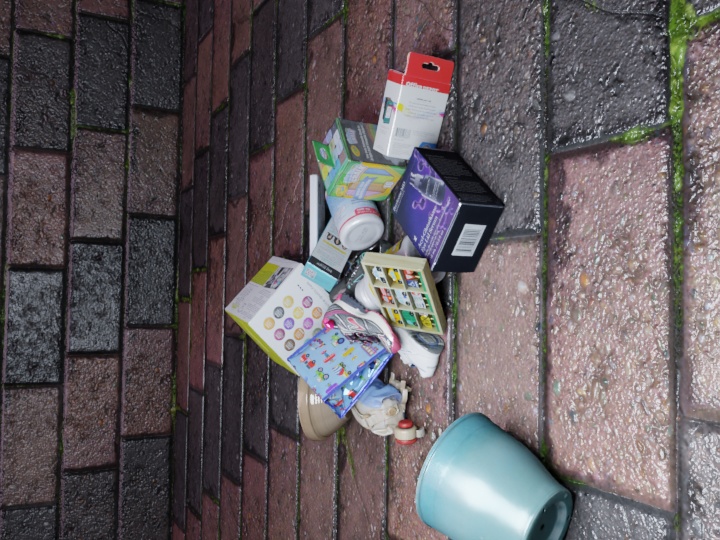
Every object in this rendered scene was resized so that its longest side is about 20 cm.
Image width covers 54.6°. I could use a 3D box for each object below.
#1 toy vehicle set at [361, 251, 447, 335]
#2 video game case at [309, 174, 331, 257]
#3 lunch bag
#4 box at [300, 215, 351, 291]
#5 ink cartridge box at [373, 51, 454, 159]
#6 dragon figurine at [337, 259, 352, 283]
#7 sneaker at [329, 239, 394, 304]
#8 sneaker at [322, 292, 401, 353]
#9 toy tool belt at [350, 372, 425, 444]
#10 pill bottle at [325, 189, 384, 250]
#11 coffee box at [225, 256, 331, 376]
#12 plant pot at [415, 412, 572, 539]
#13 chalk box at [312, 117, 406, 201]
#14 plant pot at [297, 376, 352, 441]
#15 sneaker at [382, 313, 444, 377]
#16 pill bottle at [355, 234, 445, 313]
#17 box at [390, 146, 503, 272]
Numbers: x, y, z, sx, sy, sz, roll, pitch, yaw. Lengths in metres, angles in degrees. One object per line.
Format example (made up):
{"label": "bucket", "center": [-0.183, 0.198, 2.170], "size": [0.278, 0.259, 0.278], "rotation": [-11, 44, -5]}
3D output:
{"label": "toy vehicle set", "center": [0.086, 0.046, 1.321], "size": [0.122, 0.202, 0.027], "rotation": [7, 53, 26]}
{"label": "video game case", "center": [-0.098, -0.123, 1.759], "size": [0.182, 0.023, 0.205], "rotation": [23, -114, -79]}
{"label": "lunch bag", "center": [-0.031, 0.179, 1.478], "size": [0.200, 0.094, 0.150], "rotation": [-45, 49, -7]}
{"label": "box", "center": [-0.065, -0.049, 1.639], "size": [0.049, 0.081, 0.202], "rotation": [-55, 7, 45]}
{"label": "ink cartridge box", "center": [0.107, -0.330, 1.402], "size": [0.067, 0.114, 0.204], "rotation": [40, 122, 56]}
{"label": "dragon figurine", "center": [-0.007, 0.039, 1.648], "size": [0.200, 0.058, 0.102], "rotation": [44, 126, 54]}
{"label": "sneaker", "center": [0.000, 0.000, 1.533], "size": [0.199, 0.079, 0.076], "rotation": [-38, 44, 15]}
{"label": "sneaker", "center": [0.005, 0.123, 1.426], "size": [0.198, 0.075, 0.081], "rotation": [27, 156, 43]}
{"label": "toy tool belt", "center": [0.052, 0.275, 1.461], "size": [0.199, 0.122, 0.126], "rotation": [13, 108, 60]}
{"label": "pill bottle", "center": [-0.021, -0.156, 1.638], "size": [0.110, 0.107, 0.203], "rotation": [-59, 40, 41]}
{"label": "coffee box", "center": [-0.190, 0.111, 1.764], "size": [0.198, 0.200, 0.199], "rotation": [-48, 26, -15]}
{"label": "plant pot", "center": [0.219, 0.356, 1.088], "size": [0.186, 0.197, 0.205], "rotation": [23, 109, 44]}
{"label": "chalk box", "center": [-0.018, -0.244, 1.542], "size": [0.124, 0.196, 0.127], "rotation": [-52, 45, 47]}
{"label": "plant pot", "center": [-0.069, 0.305, 1.670], "size": [0.091, 0.200, 0.206], "rotation": [-3, 85, 20]}
{"label": "sneaker", "center": [0.096, 0.147, 1.440], "size": [0.200, 0.073, 0.089], "rotation": [-135, 47, -55]}
{"label": "pill bottle", "center": [0.075, 0.014, 1.417], "size": [0.199, 0.109, 0.114], "rotation": [-37, 56, 44]}
{"label": "box", "center": [0.156, -0.116, 1.307], "size": [0.201, 0.102, 0.150], "rotation": [58, 137, 45]}
